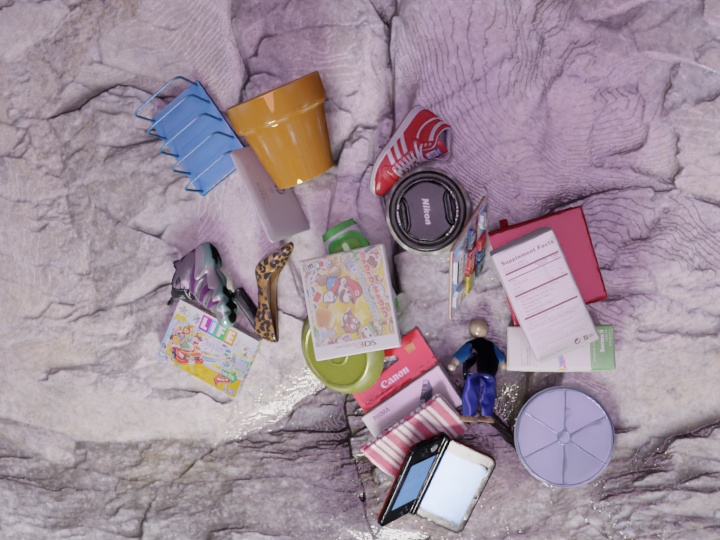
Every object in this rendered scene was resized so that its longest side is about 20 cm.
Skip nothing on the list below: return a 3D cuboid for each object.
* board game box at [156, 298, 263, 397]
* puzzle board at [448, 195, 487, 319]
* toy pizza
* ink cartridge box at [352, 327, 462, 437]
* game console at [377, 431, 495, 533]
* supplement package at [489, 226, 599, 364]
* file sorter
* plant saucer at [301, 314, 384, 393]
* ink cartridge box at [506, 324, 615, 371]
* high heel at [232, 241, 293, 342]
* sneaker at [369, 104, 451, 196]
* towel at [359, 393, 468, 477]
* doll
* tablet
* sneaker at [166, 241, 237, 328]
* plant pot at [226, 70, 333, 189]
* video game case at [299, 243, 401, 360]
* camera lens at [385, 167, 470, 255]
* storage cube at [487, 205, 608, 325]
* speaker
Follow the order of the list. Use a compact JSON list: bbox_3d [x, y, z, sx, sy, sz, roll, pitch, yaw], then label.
[{"bbox_3d":[-0.325,0.166,1.713,0.197,0.034,0.136,26,97,8],"label":"board game box"},{"bbox_3d":[0.205,-0.020,1.503,0.017,0.202,0.152,20,56,21],"label":"puzzle board"},{"bbox_3d":[0.407,0.332,1.593,0.196,0.032,0.205,0,92,11],"label":"toy pizza"},{"bbox_3d":[0.085,0.249,1.640,0.199,0.045,0.178,-35,88,10],"label":"ink cartridge box"},{"bbox_3d":[0.150,0.440,1.582,0.118,0.171,0.203,35,115,32],"label":"game console"},{"bbox_3d":[0.315,0.039,1.378,0.116,0.117,0.203,-24,91,10],"label":"supplement package"},{"bbox_3d":[-0.352,-0.281,1.651,0.138,0.123,0.202,-36,86,9],"label":"file sorter"},{"bbox_3d":[-0.045,0.163,1.628,0.196,0.031,0.204,9,110,26],"label":"plant saucer"},{"bbox_3d":[0.379,0.151,1.527,0.196,0.145,0.090,-3,82,11],"label":"ink cartridge box"},{"bbox_3d":[-0.169,0.047,1.655,0.200,0.071,0.143,-45,78,26],"label":"high heel"},{"bbox_3d":[0.104,-0.221,1.582,0.112,0.071,0.202,36,98,34],"label":"sneaker"},{"bbox_3d":[0.109,0.333,1.599,0.199,0.147,0.030,-36,45,6],"label":"towel"},{"bbox_3d":[0.233,0.199,1.593,0.134,0.048,0.205,7,83,-21],"label":"doll"},{"bbox_3d":[-0.182,-0.163,1.629,0.014,0.129,0.203,-25,89,38],"label":"tablet"},{"bbox_3d":[-0.343,0.053,1.669,0.138,0.078,0.203,-26,61,6],"label":"sneaker"},{"bbox_3d":[-0.142,-0.273,1.590,0.197,0.201,0.186,-20,104,10],"label":"plant pot"},{"bbox_3d":[-0.021,0.064,1.569,0.178,0.023,0.204,-11,87,17],"label":"video game case"},{"bbox_3d":[0.136,-0.112,1.533,0.156,0.200,0.164,1,93,10],"label":"camera lens"},{"bbox_3d":[0.350,-0.015,1.515,0.176,0.171,0.204,-16,90,10],"label":"storage cube"},{"bbox_3d":[0.000,0.000,1.622,0.087,0.088,0.202,-29,88,10],"label":"speaker"}]
